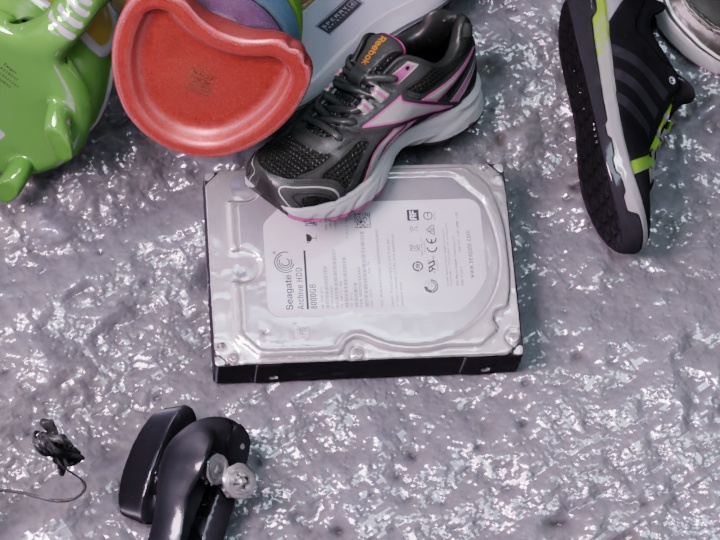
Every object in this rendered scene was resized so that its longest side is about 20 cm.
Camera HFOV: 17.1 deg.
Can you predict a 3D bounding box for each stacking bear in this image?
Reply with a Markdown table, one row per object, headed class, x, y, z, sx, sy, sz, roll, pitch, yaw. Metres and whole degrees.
| class | x | y | z | sx | sy | sz | roll | pitch | yaw |
| --- | --- | --- | --- | --- | --- | --- | --- | --- | --- |
| stacking bear | -0.084 | -0.175 | 1.532 | 0.121 | 0.114 | 0.200 | 22 | 40 | -8 |

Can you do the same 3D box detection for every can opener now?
| class | x | y | z | sx | sy | sz | roll | pitch | yaw |
| --- | --- | --- | --- | --- | --- | --- | --- | --- | --- |
| can opener | -0.114 | 0.179 | 1.455 | 0.063 | 0.079 | 0.200 | 29 | 64 | -36 |

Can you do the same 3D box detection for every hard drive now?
| class | x | y | z | sx | sy | sz | roll | pitch | yaw |
| --- | --- | --- | --- | --- | --- | --- | --- | --- | --- |
| hard drive | 0.000 | 0.000 | 1.547 | 0.200 | 0.038 | 0.140 | -2 | 66 | -5 |

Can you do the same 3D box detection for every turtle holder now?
| class | x | y | z | sx | sy | sz | roll | pitch | yaw |
| --- | --- | --- | --- | --- | --- | --- | --- | --- | --- |
| turtle holder | -0.219 | -0.149 | 1.513 | 0.141 | 0.186 | 0.132 | 21 | 52 | 6 |

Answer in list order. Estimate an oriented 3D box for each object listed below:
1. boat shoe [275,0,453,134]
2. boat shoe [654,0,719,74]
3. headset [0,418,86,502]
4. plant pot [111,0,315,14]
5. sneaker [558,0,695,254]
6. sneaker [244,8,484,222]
| class | x | y | z | sx | sy | sz | roll | pitch | yaw |
| --- | --- | --- | --- | --- | --- | --- | --- | --- | --- |
| boat shoe | 0.005 | -0.165 | 1.608 | 0.200 | 0.057 | 0.069 | -39 | 57 | -19 |
| boat shoe | 0.297 | -0.159 | 1.629 | 0.200 | 0.064 | 0.071 | 25 | 67 | 6 |
| headset | -0.248 | 0.167 | 1.419 | 0.200 | 0.094 | 0.124 | -38 | 75 | -7 |
| plant pot | -0.085 | -0.234 | 1.646 | 0.200 | 0.027 | 0.200 | 2 | 66 | -5 |
| sneaker | 0.187 | -0.108 | 1.593 | 0.083 | 0.072 | 0.200 | -3 | 67 | -8 |
| sneaker | 0.001 | -0.110 | 1.542 | 0.080 | 0.086 | 0.200 | 28 | 47 | 28 |
